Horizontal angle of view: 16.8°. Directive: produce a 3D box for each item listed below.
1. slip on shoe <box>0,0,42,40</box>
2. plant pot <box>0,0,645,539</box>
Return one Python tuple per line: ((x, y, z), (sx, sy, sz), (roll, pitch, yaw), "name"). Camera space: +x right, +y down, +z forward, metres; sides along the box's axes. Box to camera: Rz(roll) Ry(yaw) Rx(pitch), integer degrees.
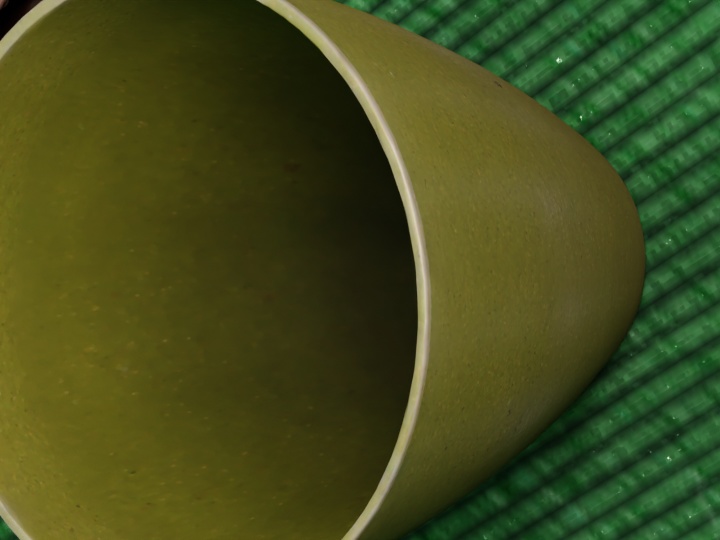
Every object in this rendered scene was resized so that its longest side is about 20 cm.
((-0.128, -0.088, 0.941), (0.200, 0.061, 0.076), (5, 96, 36), "slip on shoe")
((0.000, 0.000, 0.767), (0.187, 0.200, 0.188), (3, 96, 36), "plant pot")
